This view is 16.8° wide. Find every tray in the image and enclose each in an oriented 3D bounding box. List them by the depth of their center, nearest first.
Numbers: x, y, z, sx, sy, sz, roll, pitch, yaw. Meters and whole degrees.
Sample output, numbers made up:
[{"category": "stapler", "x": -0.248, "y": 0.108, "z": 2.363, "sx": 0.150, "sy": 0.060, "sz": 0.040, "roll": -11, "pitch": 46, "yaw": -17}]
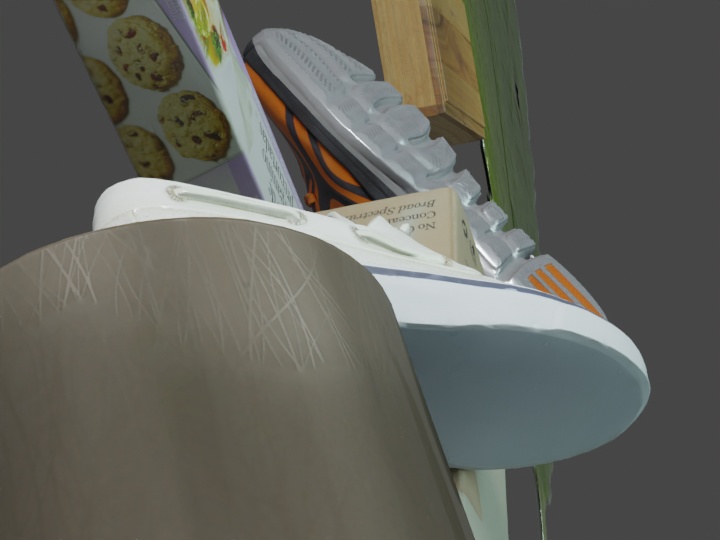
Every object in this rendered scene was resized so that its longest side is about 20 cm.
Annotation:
[{"category": "tray", "x": 0.043, "y": -0.134, "z": 1.507, "sx": 0.200, "sy": 0.037, "sz": 0.099, "roll": 6, "pitch": 74, "yaw": -79}]

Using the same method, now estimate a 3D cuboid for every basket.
[{"category": "basket", "x": -0.029, "y": 0.100, "z": 0.506, "sx": 0.180, "sy": 0.136, "sz": 0.200, "roll": -49, "pitch": -138, "yaw": 43}]

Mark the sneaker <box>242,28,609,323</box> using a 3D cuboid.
[{"category": "sneaker", "x": 0.000, "y": 0.000, "z": 0.999, "sx": 0.200, "sy": 0.112, "sz": 0.078, "roll": 49, "pitch": 23, "yaw": 11}]

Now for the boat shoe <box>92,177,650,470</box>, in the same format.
[{"category": "boat shoe", "x": 0.004, "y": 0.011, "z": 0.769, "sx": 0.071, "sy": 0.200, "sz": 0.070, "roll": -54, "pitch": -141, "yaw": 36}]

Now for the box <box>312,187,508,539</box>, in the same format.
[{"category": "box", "x": 0.001, "y": 0.068, "z": 0.863, "sx": 0.200, "sy": 0.095, "sz": 0.078, "roll": -91, "pitch": 166, "yaw": -50}]

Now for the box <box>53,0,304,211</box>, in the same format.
[{"category": "box", "x": -0.059, "y": -0.059, "z": 0.793, "sx": 0.200, "sy": 0.041, "sz": 0.039, "roll": 70, "pitch": 14, "yaw": -50}]
